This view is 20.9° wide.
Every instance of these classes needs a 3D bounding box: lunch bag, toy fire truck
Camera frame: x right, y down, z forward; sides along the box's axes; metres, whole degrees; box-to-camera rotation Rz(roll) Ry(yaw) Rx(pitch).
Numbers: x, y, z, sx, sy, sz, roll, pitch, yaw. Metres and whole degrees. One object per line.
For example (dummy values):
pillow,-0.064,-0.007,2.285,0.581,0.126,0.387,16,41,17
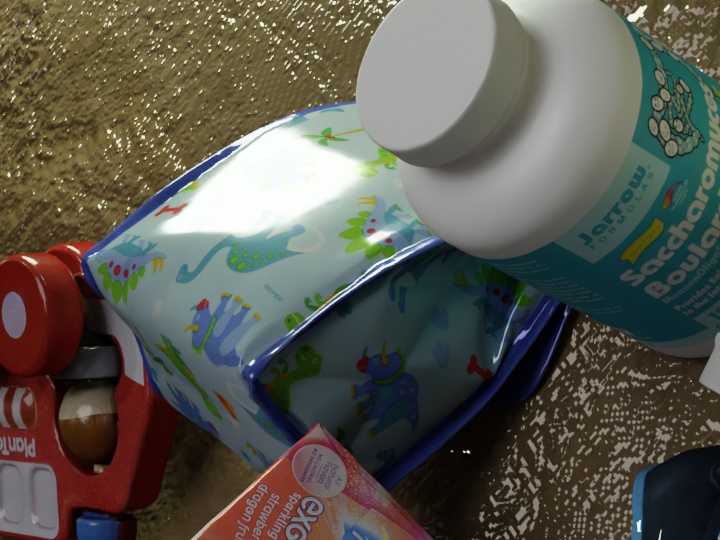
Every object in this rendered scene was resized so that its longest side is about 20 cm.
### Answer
lunch bag,0.000,0.000,0.918,0.200,0.128,0.170,-41,38,-17
toy fire truck,-0.163,0.071,1.082,0.199,0.112,0.169,0,95,47

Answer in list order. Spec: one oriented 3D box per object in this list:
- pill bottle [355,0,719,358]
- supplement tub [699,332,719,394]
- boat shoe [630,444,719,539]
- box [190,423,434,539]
pill bottle,0.090,-0.044,0.781,0.110,0.199,0.111,-22,56,38
supplement tub,0.217,-0.021,0.679,0.144,0.144,0.201,30,94,49
boat shoe,0.136,0.122,0.706,0.068,0.084,0.200,-22,32,18
box,-0.053,0.169,0.832,0.095,0.103,0.200,45,137,6
